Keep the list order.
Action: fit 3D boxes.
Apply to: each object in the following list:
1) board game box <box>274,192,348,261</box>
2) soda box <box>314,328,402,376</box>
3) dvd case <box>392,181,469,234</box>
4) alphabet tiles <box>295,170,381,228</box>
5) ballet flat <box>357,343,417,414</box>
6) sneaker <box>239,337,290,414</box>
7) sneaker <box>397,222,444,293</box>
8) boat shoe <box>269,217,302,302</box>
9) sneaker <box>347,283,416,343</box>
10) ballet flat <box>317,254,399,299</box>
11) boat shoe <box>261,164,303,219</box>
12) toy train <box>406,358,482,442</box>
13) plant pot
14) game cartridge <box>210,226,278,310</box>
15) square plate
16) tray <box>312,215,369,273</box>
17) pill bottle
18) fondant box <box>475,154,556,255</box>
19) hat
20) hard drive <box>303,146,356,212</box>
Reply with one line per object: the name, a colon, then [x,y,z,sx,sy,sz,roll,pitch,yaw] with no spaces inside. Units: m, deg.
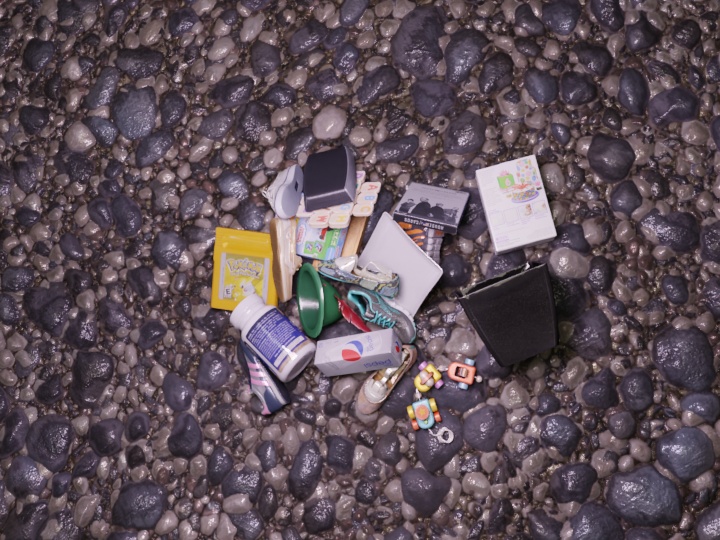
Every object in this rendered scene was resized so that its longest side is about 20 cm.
board game box: [-0.125,-0.108,1.674,0.197,0.036,0.154,12,83,29]
soda box: [-0.005,0.192,1.580,0.197,0.068,0.064,-11,50,23]
dvd case: [0.167,-0.149,1.582,0.148,0.200,0.025,13,120,11]
alphabet tiles: [-0.054,-0.172,1.627,0.192,0.015,0.202,1,45,18]
ballet flat: [0.056,0.250,1.593,0.068,0.067,0.201,36,89,12]
sneaker: [-0.252,0.254,1.649,0.082,0.070,0.201,-37,72,9]
sneaker: [0.131,-0.048,1.631,0.111,0.077,0.204,20,100,35]
boat shoe: [-0.171,-0.026,1.625,0.068,0.073,0.204,-8,104,-25]
sneaker: [0.043,0.102,1.593,0.200,0.091,0.078,44,126,18]
ballet flat: [0.000,0.000,1.573,0.197,0.074,0.075,19,84,-2]
boat shoe: [-0.196,-0.185,1.643,0.085,0.075,0.204,-15,37,18]
toy train: [0.188,0.288,1.570,0.148,0.056,0.203,19,85,13]
plant pot: [0.336,0.099,1.510,0.197,0.200,0.180,-23,89,6]
game cartridge: [-0.282,0.003,1.686,0.173,0.032,0.204,7,100,11]
square plate: [0.089,-0.004,1.589,0.198,0.028,0.201,47,135,19]
tray: [-0.045,-0.084,1.681,0.097,0.037,0.203,16,83,12]
pill bottle: [-0.209,0.156,1.609,0.200,0.116,0.116,42,90,14]
fondant box: [0.364,-0.153,1.606,0.142,0.058,0.204,-14,80,8]
hat: [-0.047,0.076,1.649,0.173,0.165,0.204,-5,93,-25]
hard drive: [-0.077,-0.227,1.650,0.132,0.043,0.202,-11,42,9]
